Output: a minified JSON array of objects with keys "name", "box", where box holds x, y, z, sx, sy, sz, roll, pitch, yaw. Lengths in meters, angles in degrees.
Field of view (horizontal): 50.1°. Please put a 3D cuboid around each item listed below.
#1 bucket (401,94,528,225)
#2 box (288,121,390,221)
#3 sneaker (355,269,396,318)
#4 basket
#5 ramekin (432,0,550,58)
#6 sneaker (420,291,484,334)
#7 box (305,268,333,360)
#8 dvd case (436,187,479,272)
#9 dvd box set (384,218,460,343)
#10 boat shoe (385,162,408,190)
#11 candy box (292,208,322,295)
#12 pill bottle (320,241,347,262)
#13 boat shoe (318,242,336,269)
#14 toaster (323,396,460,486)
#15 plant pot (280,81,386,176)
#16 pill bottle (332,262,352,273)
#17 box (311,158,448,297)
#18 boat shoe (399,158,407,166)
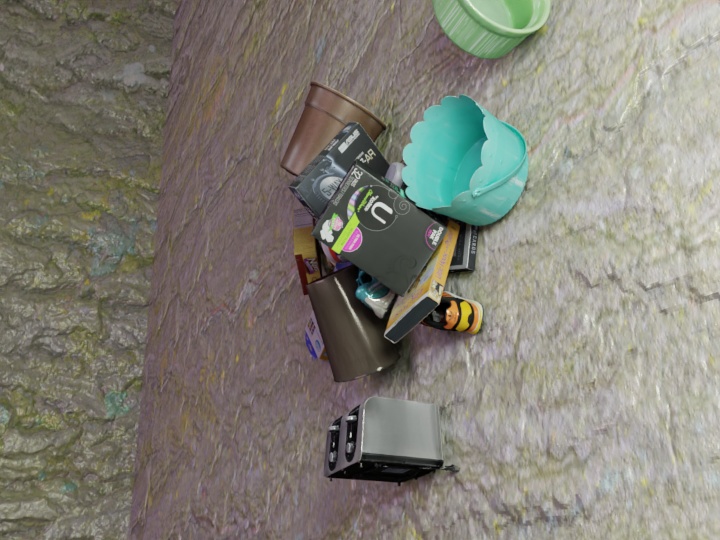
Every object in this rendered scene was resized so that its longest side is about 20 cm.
[{"name":"bucket","box":[0.182,-0.183,1.325,0.205,0.133,0.212,-23,59,44]},{"name":"box","box":[-0.033,-0.187,1.635,0.200,0.161,0.043,-47,28,-13]},{"name":"sneaker","box":[0.034,0.013,1.489,0.078,0.079,0.201,-58,6,23]},{"name":"basket","box":[-0.024,0.102,1.541,0.180,0.134,0.204,-17,95,62]},{"name":"ramekin","box":[0.220,-0.468,1.330,0.098,0.196,0.204,140,133,-58]},{"name":"sneaker","box":[0.135,0.069,1.397,0.199,0.089,0.072,8,87,61]},{"name":"box","box":[-0.073,0.112,1.810,0.203,0.041,0.120,-67,31,25]},{"name":"dvd case","box":[0.158,-0.071,1.473,0.199,0.024,0.154,-7,75,61]},{"name":"dvd box set","box":[0.111,0.018,1.384,0.146,0.029,0.202,-47,15,45]},{"name":"boat shoe","box":[0.075,-0.160,1.553,0.200,0.061,0.073,122,161,-74]},{"name":"candy box","box":[-0.127,-0.049,1.850,0.202,0.055,0.119,-97,-2,-56]},{"name":"pill bottle","box":[0.025,-0.079,1.508,0.196,0.112,0.115,-5,73,24]},{"name":"boat shoe","box":[-0.055,-0.033,1.793,0.066,0.071,0.200,-68,25,18]},{"name":"toaster","box":[0.048,0.313,1.389,0.181,0.196,0.121,136,139,-57]},{"name":"plant pot","box":[-0.072,-0.284,1.734,0.201,0.198,0.200,-61,31,3]},{"name":"pill bottle","box":[0.000,0.000,1.641,0.112,0.110,0.204,43,118,56]},{"name":"box","box":[0.034,-0.078,1.371,0.150,0.198,0.124,-55,7,11]},{"name":"boat shoe","box":[0.123,-0.211,1.554,0.074,0.074,0.199,-61,18,-21]}]
